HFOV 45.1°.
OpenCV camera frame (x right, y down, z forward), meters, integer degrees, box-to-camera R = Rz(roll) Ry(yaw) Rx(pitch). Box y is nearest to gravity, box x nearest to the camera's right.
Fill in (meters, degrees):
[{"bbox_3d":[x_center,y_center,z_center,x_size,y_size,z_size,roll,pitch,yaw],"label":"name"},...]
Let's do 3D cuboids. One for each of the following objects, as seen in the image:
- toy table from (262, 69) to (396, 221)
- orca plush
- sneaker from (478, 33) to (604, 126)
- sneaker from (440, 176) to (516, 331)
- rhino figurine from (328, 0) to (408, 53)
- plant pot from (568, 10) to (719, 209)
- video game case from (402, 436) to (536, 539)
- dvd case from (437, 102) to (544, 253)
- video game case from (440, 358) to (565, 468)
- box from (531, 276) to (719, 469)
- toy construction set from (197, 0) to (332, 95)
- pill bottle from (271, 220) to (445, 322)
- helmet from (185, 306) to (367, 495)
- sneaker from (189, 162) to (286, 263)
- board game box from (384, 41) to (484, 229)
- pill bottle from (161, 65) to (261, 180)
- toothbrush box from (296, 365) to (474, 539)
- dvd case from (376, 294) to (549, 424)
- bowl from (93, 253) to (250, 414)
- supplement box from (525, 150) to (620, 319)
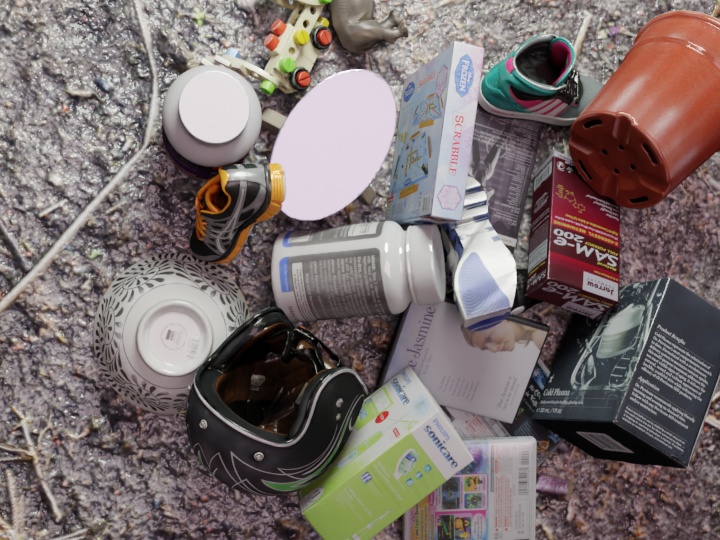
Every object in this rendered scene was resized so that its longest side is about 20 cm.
[{"bbox_3d":[-0.043,-0.149,1.087,0.200,0.117,0.184,-44,99,-9],"label":"toy table"},{"bbox_3d":[0.199,0.036,1.148,0.197,0.071,0.107,4,73,-4],"label":"orca plush"},{"bbox_3d":[0.264,-0.255,1.150,0.197,0.121,0.085,-1,75,-18],"label":"sneaker"},{"bbox_3d":[0.145,-0.010,1.108,0.079,0.116,0.202,-11,61,0],"label":"sneaker"},{"bbox_3d":[-0.015,-0.376,1.124,0.087,0.060,0.202,-24,92,-1],"label":"rhino figurine"},{"bbox_3d":[0.384,-0.196,1.125,0.195,0.200,0.201,-42,99,-23],"label":"plant pot"},{"bbox_3d":[0.145,0.324,1.159,0.179,0.024,0.203,-1,95,-6],"label":"video game case"},{"bbox_3d":[0.165,-0.139,1.187,0.147,0.016,0.203,15,86,-14],"label":"dvd case"},{"bbox_3d":[0.186,0.189,1.188,0.181,0.023,0.201,-41,97,-10],"label":"video game case"},{"bbox_3d":[0.349,0.133,1.120,0.123,0.200,0.198,32,73,-11],"label":"box"},{"bbox_3d":[-0.108,-0.299,1.085,0.131,0.092,0.201,34,90,-35],"label":"toy construction set"},{"bbox_3d":[0.000,0.000,1.062,0.197,0.114,0.116,-5,91,13],"label":"pill bottle"},{"bbox_3d":[-0.103,0.163,1.002,0.200,0.200,0.191,45,78,-9],"label":"helmet"},{"bbox_3d":[-0.163,-0.072,1.025,0.076,0.200,0.079,4,61,-34],"label":"sneaker"},{"bbox_3d":[0.087,-0.157,1.076,0.041,0.200,0.202,8,88,-14],"label":"board game box"},{"bbox_3d":[-0.175,-0.171,1.013,0.111,0.200,0.114,0,90,-13],"label":"pill bottle"},{"bbox_3d":[0.020,0.230,1.063,0.199,0.146,0.086,-36,108,1],"label":"toothbrush box"},{"bbox_3d":[0.134,0.112,1.135,0.198,0.018,0.144,16,104,-11],"label":"dvd case"},{"bbox_3d":[-0.226,0.080,1.055,0.198,0.094,0.204,0,90,-12],"label":"bowl"},{"bbox_3d":[0.284,-0.049,1.152,0.108,0.061,0.202,17,60,-13],"label":"supplement box"}]
